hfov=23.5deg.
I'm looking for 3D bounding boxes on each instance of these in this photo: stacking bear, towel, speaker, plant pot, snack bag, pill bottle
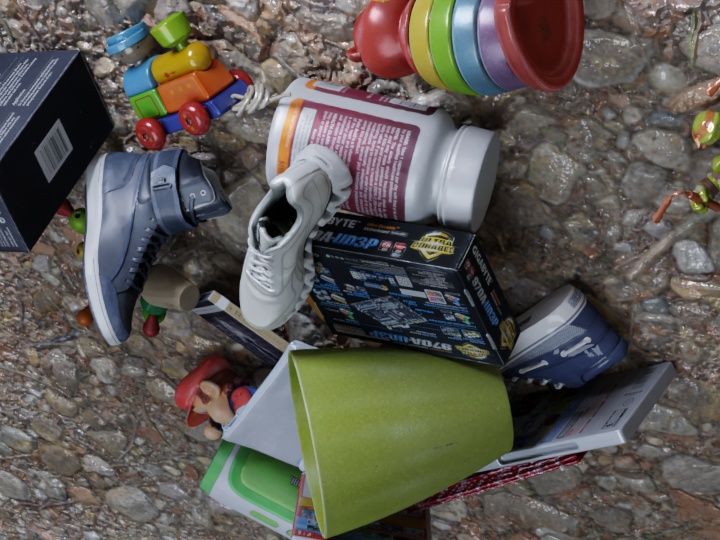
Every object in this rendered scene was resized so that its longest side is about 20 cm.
[{"bbox_3d":[0.081,-0.207,1.499,0.200,0.121,0.114,3,127,37],"label":"stacking bear"},{"bbox_3d":[0.150,0.208,1.827,0.200,0.145,0.023,-19,88,15],"label":"towel"},{"bbox_3d":[-0.088,0.272,2.075,0.200,0.088,0.088,28,138,-2],"label":"speaker"},{"bbox_3d":[0.044,0.153,1.711,0.200,0.187,0.187,-10,135,-7],"label":"plant pot"},{"bbox_3d":[-0.025,0.162,1.845,0.200,0.021,0.189,24,133,-16],"label":"snack bag"},{"bbox_3d":[0.022,-0.105,1.619,0.200,0.114,0.114,15,137,14],"label":"pill bottle"}]

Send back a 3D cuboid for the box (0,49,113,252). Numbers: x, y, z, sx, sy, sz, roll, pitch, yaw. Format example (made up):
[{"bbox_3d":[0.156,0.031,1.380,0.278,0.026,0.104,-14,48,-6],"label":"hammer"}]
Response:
[{"bbox_3d":[-0.380,-0.122,1.740,0.182,0.200,0.104,3,134,25],"label":"box"}]

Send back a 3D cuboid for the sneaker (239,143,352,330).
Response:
[{"bbox_3d":[-0.077,-0.022,1.583,0.075,0.081,0.200,33,126,16],"label":"sneaker"}]

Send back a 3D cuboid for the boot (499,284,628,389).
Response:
[{"bbox_3d":[0.176,0.095,1.773,0.090,0.073,0.200,45,135,-11],"label":"boot"}]

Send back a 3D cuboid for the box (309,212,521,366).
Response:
[{"bbox_3d":[0.037,0.015,1.649,0.200,0.046,0.159,9,148,31],"label":"box"}]

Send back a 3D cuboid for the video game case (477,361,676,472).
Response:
[{"bbox_3d":[0.209,0.151,1.764,0.200,0.143,0.018,-16,106,38],"label":"video game case"}]

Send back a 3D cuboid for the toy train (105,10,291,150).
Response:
[{"bbox_3d":[-0.154,-0.195,1.634,0.200,0.085,0.116,-13,113,46],"label":"toy train"}]

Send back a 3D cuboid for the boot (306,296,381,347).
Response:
[{"bbox_3d":[0.000,0.000,1.769,0.144,0.071,0.201,35,142,-10],"label":"boot"}]

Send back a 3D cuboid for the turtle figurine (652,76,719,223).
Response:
[{"bbox_3d":[0.348,-0.099,1.500,0.161,0.064,0.200,21,130,-5],"label":"turtle figurine"}]

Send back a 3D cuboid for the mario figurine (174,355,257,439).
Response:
[{"bbox_3d":[-0.125,0.172,1.968,0.200,0.106,0.124,14,140,26],"label":"mario figurine"}]

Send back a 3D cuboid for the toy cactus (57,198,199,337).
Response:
[{"bbox_3d":[-0.247,0.009,1.864,0.165,0.102,0.200,21,144,38],"label":"toy cactus"}]

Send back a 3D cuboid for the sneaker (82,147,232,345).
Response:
[{"bbox_3d":[-0.204,-0.028,1.761,0.146,0.203,0.077,-4,169,8],"label":"sneaker"}]

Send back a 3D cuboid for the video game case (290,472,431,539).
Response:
[{"bbox_3d":[0.003,0.260,1.800,0.143,0.200,0.017,11,102,-1],"label":"video game case"}]

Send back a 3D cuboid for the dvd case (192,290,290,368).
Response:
[{"bbox_3d":[-0.096,0.085,1.892,0.200,0.016,0.149,35,169,-11],"label":"dvd case"}]
